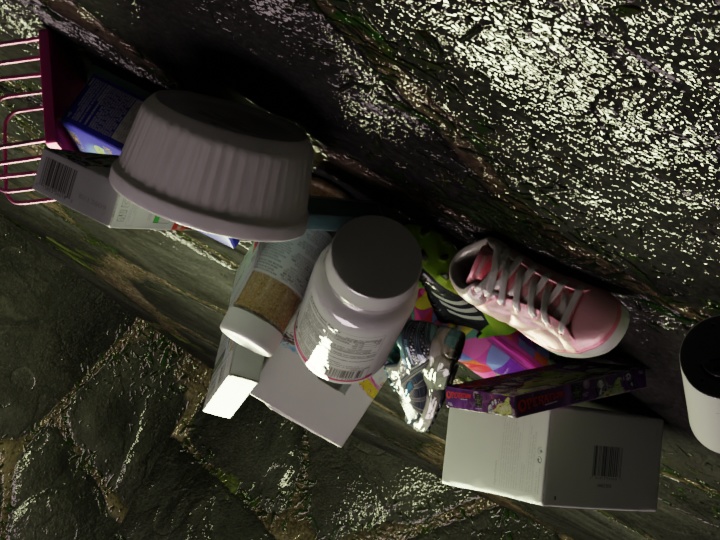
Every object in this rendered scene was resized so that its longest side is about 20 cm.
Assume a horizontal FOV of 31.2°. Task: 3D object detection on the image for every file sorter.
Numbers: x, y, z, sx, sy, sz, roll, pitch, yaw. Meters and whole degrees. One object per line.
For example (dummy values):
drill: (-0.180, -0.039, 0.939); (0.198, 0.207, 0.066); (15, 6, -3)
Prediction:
file sorter: (-0.396, -0.172, 1.533); (0.124, 0.140, 0.200); (-8, 164, 2)

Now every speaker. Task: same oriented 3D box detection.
speaker: (0.346, 0.112, 1.219); (0.081, 0.082, 0.200); (24, 167, 25)

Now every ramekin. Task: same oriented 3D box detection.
ramekin: (-0.137, -0.107, 1.258); (0.201, 0.095, 0.202); (16, -164, -5)

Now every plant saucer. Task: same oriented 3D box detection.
plant saucer: (-0.067, -0.064, 1.368); (0.199, 0.019, 0.070); (5, -157, -8)

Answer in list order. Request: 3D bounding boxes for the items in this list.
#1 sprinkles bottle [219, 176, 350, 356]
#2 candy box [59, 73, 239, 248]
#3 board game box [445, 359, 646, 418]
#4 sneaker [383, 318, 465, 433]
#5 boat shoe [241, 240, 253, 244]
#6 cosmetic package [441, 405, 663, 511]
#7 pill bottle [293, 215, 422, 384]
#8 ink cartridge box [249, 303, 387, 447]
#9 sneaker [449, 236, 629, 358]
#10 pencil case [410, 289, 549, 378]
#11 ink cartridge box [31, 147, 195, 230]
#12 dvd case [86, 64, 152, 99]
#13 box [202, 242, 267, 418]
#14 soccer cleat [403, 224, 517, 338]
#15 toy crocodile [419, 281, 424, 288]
sprinkles bottle: (-0.081, -0.005, 1.440); (0.068, 0.201, 0.068); (27, 168, 7)
candy box: (-0.226, -0.123, 1.495); (0.199, 0.077, 0.169); (27, 164, 14)
board game box: (0.209, 0.131, 1.448); (0.199, 0.033, 0.120); (-8, -179, -35)
sneaker: (0.067, 0.116, 1.513); (0.086, 0.078, 0.200); (23, 145, 9)
boat shoe: (-0.120, -0.060, 1.631); (0.070, 0.067, 0.200); (36, 167, -28)
cosmetic package: (0.245, 0.233, 1.658); (0.198, 0.124, 0.200); (10, 173, -34)
pill bottle: (-0.002, 0.031, 1.358); (0.113, 0.114, 0.200); (29, 150, 3)
ink cartridge box: (-0.037, 0.086, 1.630); (0.146, 0.201, 0.147); (32, -172, -13)
sneaker: (0.166, 0.024, 1.286); (0.104, 0.076, 0.200); (33, 173, -40)
pencil case: (0.144, 0.081, 1.561); (0.200, 0.089, 0.088); (35, 167, -33)
ink cartridge box: (-0.238, -0.085, 1.367); (0.109, 0.051, 0.200); (25, -168, 25)
dvd case: (-0.245, -0.172, 1.574); (0.145, 0.022, 0.200); (27, 168, 10)
box: (-0.138, 0.063, 1.575); (0.041, 0.201, 0.156); (16, 153, -12)
soccer cleat: (0.097, 0.020, 1.419); (0.081, 0.068, 0.200); (-25, 132, 38)
toy crocodile: (0.000, 0.000, 1.490); (0.199, 0.068, 0.062); (0, 150, 11)
